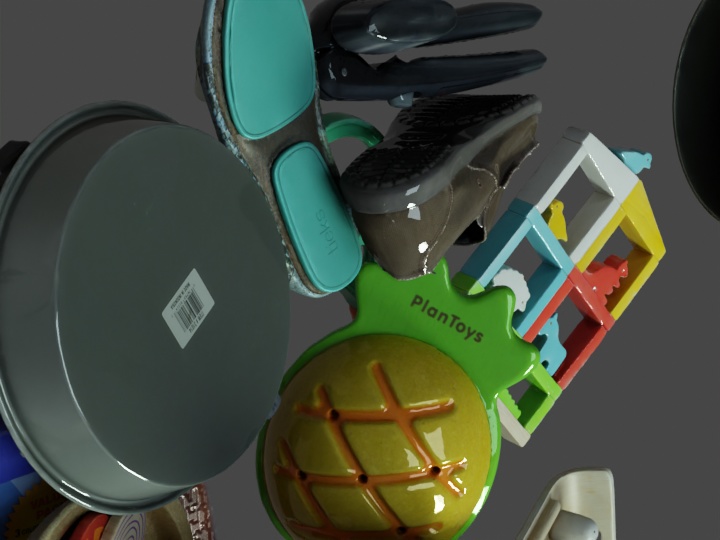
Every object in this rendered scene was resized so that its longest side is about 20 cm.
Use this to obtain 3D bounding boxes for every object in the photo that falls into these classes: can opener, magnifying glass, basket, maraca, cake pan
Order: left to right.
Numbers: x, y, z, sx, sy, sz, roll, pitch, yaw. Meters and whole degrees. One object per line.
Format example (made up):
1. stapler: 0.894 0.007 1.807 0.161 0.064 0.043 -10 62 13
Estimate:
1. cake pan: -0.098 0.017 0.905 0.200 0.037 0.200 6 83 -55
2. magnifying glass: 0.000 0.000 1.102 0.080 0.022 0.200 -34 127 -28
3. maraca: 0.019 0.084 1.076 0.200 0.137 0.107 -63 -179 16
4. can opener: 0.041 -0.123 1.064 0.200 0.079 0.063 -5 102 -50
5. basket: 0.326 -0.118 1.275 0.200 0.136 0.181 -4 104 -45

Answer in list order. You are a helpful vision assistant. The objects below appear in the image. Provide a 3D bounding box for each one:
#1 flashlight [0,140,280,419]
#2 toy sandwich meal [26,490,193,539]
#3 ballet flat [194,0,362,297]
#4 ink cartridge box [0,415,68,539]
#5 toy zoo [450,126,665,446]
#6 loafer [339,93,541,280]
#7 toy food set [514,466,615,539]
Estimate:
1. flashlight: -0.112 0.014 0.969 0.200 0.068 0.068 55 30 -45
2. toy sandwich meal: -0.113 0.198 0.927 0.205 0.070 0.205 -36 132 -55
3. ballet flat: -0.055 -0.077 0.990 0.074 0.074 0.200 -29 119 -31
4. ink cartridge box: -0.199 0.131 0.939 0.136 0.076 0.200 -18 116 -36
5. toy zoo: 0.129 0.000 1.218 0.200 0.020 0.131 -51 133 -14
6. loafer: 0.046 -0.050 1.056 0.200 0.073 0.071 -37 125 -54
7. toy food set: 0.133 0.242 1.250 0.200 0.060 0.144 -48 138 -53
